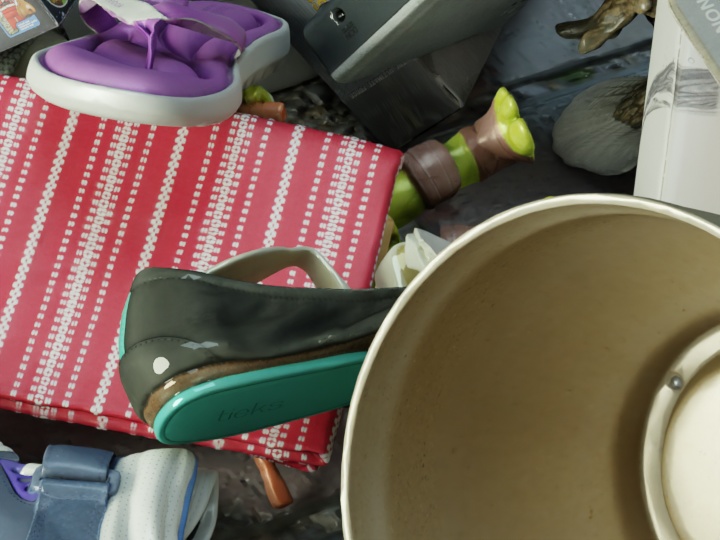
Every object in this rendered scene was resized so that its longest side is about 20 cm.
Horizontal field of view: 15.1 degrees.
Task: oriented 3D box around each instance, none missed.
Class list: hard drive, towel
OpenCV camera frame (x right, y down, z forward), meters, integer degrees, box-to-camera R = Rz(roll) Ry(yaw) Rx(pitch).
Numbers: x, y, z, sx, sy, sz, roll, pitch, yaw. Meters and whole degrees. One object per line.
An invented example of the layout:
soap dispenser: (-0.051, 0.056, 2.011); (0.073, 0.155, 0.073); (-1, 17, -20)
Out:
hard drive: (0.081, -0.156, 1.088); (0.033, 0.200, 0.139); (55, 37, 8)
towel: (-0.094, -0.003, 1.021); (0.199, 0.023, 0.145); (10, 60, 6)

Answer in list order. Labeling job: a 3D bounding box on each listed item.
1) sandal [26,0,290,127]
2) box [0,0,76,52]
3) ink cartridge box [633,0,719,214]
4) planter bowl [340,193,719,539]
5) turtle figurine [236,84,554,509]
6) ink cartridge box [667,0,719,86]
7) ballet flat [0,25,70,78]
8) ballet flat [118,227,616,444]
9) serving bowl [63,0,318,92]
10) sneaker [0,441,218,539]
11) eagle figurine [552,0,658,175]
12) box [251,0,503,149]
sandal: (-0.078, -0.094, 1.056); (0.082, 0.050, 0.203); (8, 13, 7)
box: (-0.189, -0.119, 1.145); (0.199, 0.038, 0.137); (-20, 29, 30)
ink cartridge box: (0.184, -0.064, 1.051); (0.146, 0.083, 0.201); (9, 79, -2)
planter bowl: (0.111, 0.074, 0.902); (0.200, 0.201, 0.134); (29, 18, 30)
turtle figurine: (0.000, 0.000, 1.067); (0.160, 0.065, 0.201); (-18, 52, -1)
ink cartridge box: (0.216, -0.052, 0.962); (0.175, 0.084, 0.201); (-32, 86, -14)
ballet flat: (-0.144, -0.049, 1.117); (0.072, 0.072, 0.201); (11, 45, 10)
ballet flat: (0.006, 0.019, 0.963); (0.199, 0.068, 0.069); (1, 55, -31)
serving bowl: (-0.083, -0.161, 1.266); (0.199, 0.066, 0.201); (1, 38, -1)
sneaker: (-0.126, 0.084, 0.943); (0.146, 0.081, 0.200); (-14, 42, -21)
eagle figurine: (0.194, -0.087, 1.165); (0.199, 0.151, 0.152); (25, 79, -18)
box: (0.006, -0.172, 1.223); (0.158, 0.048, 0.200); (46, 38, -16)
